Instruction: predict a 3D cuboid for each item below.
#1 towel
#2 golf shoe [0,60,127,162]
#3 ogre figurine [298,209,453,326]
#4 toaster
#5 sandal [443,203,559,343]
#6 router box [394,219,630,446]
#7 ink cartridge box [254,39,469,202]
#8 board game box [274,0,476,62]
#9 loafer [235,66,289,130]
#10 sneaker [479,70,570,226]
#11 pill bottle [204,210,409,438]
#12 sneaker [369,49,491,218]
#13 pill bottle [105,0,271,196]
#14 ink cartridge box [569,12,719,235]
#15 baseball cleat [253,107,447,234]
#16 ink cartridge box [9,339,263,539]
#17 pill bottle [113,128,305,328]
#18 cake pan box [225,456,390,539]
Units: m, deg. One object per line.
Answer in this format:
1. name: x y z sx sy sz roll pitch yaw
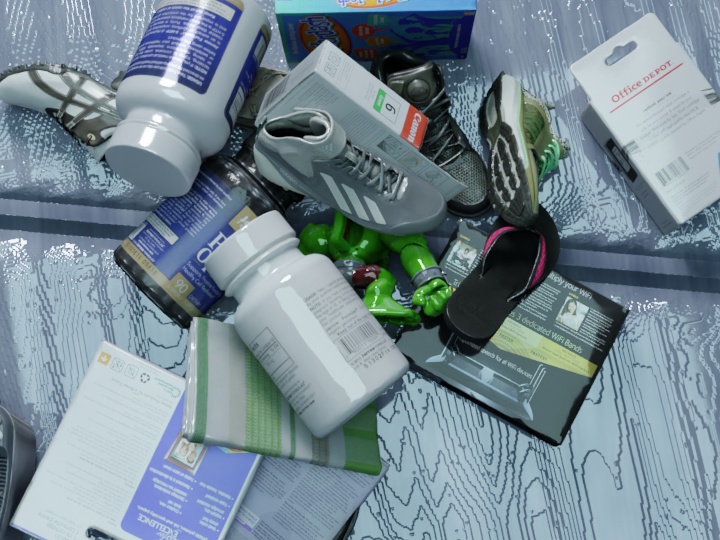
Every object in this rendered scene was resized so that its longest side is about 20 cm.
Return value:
1. towel: -0.078 0.127 1.235 0.199 0.031 0.150 15 44 -19
2. golf shoe: -0.294 -0.165 1.325 0.199 0.078 0.095 6 82 3
3. ogre figurine: 0.000 0.000 1.277 0.098 0.200 0.120 18 66 -38
4. toaster: -0.388 0.222 1.240 0.113 0.129 0.201 5 81 3
5. sandal: 0.148 -0.006 1.234 0.075 0.045 0.200 32 49 7
6. router box: 0.152 0.065 1.292 0.199 0.052 0.158 29 82 5
7. ink cartridge box: 0.006 -0.131 1.256 0.200 0.109 0.050 34 49 -22
8. board game box: 0.016 -0.260 1.296 0.199 0.152 0.045 -1 81 2
9. loafer: -0.076 -0.179 1.325 0.199 0.063 0.072 16 84 7
10. sneaker: 0.179 -0.124 1.283 0.088 0.077 0.201 10 49 -13
11. pill bottle: -0.055 0.048 1.192 0.114 0.114 0.200 -37 84 -5
12. sneaker: 0.071 -0.145 1.298 0.076 0.114 0.200 -30 84 -2
13. pill bottle: -0.176 -0.181 1.254 0.119 0.120 0.201 19 66 4
14. ink cartridge box: 0.314 -0.153 1.316 0.116 0.067 0.200 -33 83 -4
15. baseball cleat: -0.008 -0.094 1.200 0.199 0.107 0.070 16 64 -1
16. ink cartridge box: -0.211 0.199 1.233 0.198 0.043 0.201 25 79 4
17. pill bottle: -0.147 -0.046 1.286 0.112 0.112 0.200 44 85 7
18. cake pan box: -0.094 0.214 1.276 0.200 0.052 0.184 37 85 6
